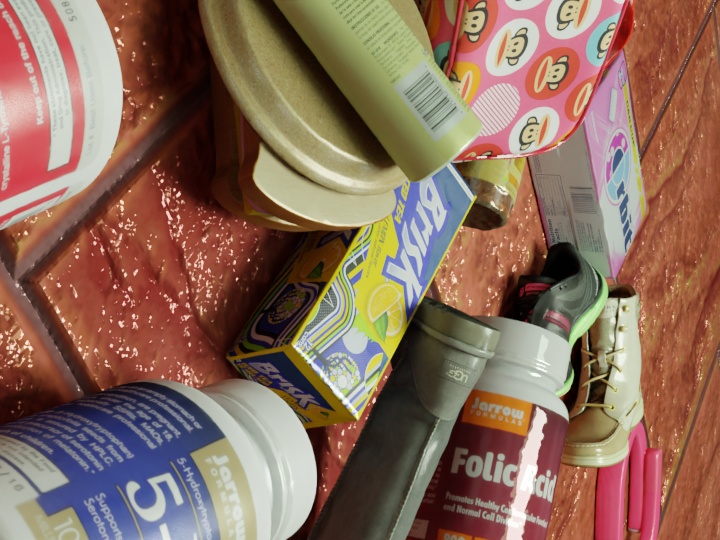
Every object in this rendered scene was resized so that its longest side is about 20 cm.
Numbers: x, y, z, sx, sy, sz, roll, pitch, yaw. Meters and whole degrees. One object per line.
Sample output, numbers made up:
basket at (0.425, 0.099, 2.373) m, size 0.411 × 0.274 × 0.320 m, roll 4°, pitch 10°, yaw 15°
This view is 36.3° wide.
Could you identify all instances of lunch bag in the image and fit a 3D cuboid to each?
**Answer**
lunch bag at (0.115, -0.172, 0.751) m, size 0.175 × 0.082 × 0.201 m, roll -8°, pitch 134°, yaw -27°

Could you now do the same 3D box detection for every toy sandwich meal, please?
toy sandwich meal at (-0.031, -0.119, 0.642) m, size 0.204 × 0.070 × 0.207 m, roll 22°, pitch 58°, yaw -40°

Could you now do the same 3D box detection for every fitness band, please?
fitness band at (0.317, 0.277, 1.304) m, size 0.143 × 0.037 × 0.202 m, roll -9°, pitch 101°, yaw -55°

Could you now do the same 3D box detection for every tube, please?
tube at (-0.013, -0.140, 0.585) m, size 0.052 × 0.058 × 0.200 m, roll -39°, pitch 101°, yaw -1°

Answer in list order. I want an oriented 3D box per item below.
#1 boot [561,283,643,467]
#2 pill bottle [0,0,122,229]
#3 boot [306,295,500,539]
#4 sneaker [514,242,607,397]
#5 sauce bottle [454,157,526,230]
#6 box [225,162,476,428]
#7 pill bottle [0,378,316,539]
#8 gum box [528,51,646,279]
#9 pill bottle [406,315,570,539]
boot at (0.248, 0.105, 1.132) m, size 0.200 × 0.071 × 0.156 m, roll -29°, pitch 119°, yaw -60°
pill bottle at (-0.183, -0.046, 0.360) m, size 0.200 × 0.111 × 0.113 m, roll -36°, pitch 124°, yaw -52°
boot at (0.017, 0.116, 0.735) m, size 0.182 × 0.072 × 0.202 m, roll -139°, pitch -113°, yaw -83°
sneaker at (0.160, 0.050, 0.994) m, size 0.084 × 0.076 × 0.200 m, roll 55°, pitch 43°, yaw -23°
sauce bottle at (0.112, -0.133, 0.881) m, size 0.066 × 0.066 × 0.202 m, roll 41°, pitch 61°, yaw -53°
box at (0.000, 0.000, 0.698) m, size 0.070 × 0.064 × 0.201 m, roll 50°, pitch 49°, yaw -25°
pill bottle at (-0.110, 0.115, 0.494) m, size 0.199 × 0.119 × 0.121 m, roll -17°, pitch 109°, yaw -57°
gum box at (0.221, -0.097, 1.063) m, size 0.114 × 0.066 × 0.201 m, roll -53°, pitch 136°, yaw -39°
pill bottle at (0.097, 0.145, 0.845) m, size 0.114 × 0.113 × 0.202 m, roll 37°, pitch 62°, yaw -54°
